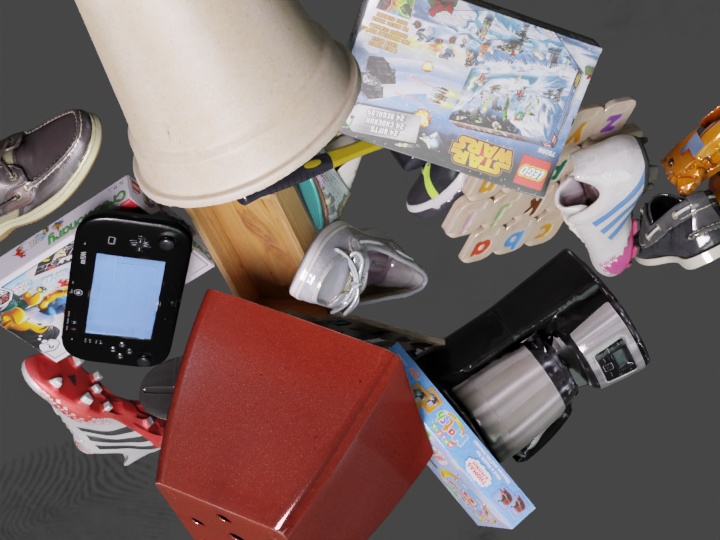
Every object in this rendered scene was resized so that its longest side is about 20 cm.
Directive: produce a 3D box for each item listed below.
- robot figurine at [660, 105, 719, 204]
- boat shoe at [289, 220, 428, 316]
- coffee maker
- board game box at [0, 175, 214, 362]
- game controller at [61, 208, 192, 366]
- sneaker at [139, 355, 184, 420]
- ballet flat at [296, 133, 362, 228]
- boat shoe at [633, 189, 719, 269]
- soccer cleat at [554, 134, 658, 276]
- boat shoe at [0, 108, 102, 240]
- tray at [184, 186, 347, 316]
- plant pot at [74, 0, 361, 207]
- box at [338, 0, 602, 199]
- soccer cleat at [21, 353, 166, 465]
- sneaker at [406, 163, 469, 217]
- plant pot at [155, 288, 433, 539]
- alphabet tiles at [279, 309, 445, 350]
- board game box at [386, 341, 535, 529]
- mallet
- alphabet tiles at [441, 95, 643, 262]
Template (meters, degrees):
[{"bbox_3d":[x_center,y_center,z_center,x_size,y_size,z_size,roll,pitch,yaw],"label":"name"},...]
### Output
[{"bbox_3d":[0.388,-0.130,1.466,0.144,0.059,0.200,26,127,-37],"label":"robot figurine"},{"bbox_3d":[0.000,0.001,1.438,0.075,0.064,0.202,-65,160,10],"label":"boat shoe"},{"bbox_3d":[0.160,0.074,1.576,0.199,0.193,0.135,-35,153,-4],"label":"coffee maker"},{"bbox_3d":[-0.252,0.002,1.470,0.199,0.035,0.126,-30,137,19],"label":"board game box"},{"bbox_3d":[-0.215,0.019,1.440,0.103,0.042,0.201,0,138,-17],"label":"game controller"},{"bbox_3d":[-0.122,0.141,1.629,0.198,0.076,0.116,-4,153,8],"label":"sneaker"},{"bbox_3d":[-0.039,-0.114,1.380,0.071,0.069,0.201,-34,138,-6],"label":"ballet flat"},{"bbox_3d":[0.295,-0.045,1.482,0.071,0.200,0.068,-32,95,-6],"label":"boat shoe"},{"bbox_3d":[0.217,-0.058,1.464,0.085,0.070,0.201,-10,149,-6],"label":"soccer cleat"},{"bbox_3d":[-0.303,-0.076,1.341,0.199,0.074,0.065,-35,140,24],"label":"boat shoe"},{"bbox_3d":[-0.087,-0.020,1.462,0.098,0.037,0.201,2,143,22],"label":"tray"},{"bbox_3d":[-0.124,-0.183,1.196,0.199,0.201,0.184,-21,128,10],"label":"plant pot"},{"bbox_3d":[0.083,-0.155,1.304,0.198,0.040,0.138,17,108,-10],"label":"box"},{"bbox_3d":[-0.277,0.146,1.603,0.085,0.069,0.199,-37,138,20],"label":"soccer cleat"},{"bbox_3d":[0.087,-0.134,1.398,0.082,0.072,0.200,33,124,-11],"label":"sneaker"},{"bbox_3d":[-0.072,0.165,1.413,0.198,0.177,0.201,17,153,23],"label":"plant pot"},{"bbox_3d":[-0.041,0.063,1.524,0.166,0.008,0.199,-9,163,37],"label":"alphabet tiles"},{"bbox_3d":[0.077,0.161,1.520,0.037,0.200,0.151,-41,179,-11],"label":"board game box"},{"bbox_3d":[-0.016,-0.087,1.328,0.199,0.066,0.041,-32,170,-33],"label":"mallet"},{"bbox_3d":[0.168,-0.084,1.440,0.199,0.015,0.196,-15,148,-34],"label":"alphabet tiles"}]
